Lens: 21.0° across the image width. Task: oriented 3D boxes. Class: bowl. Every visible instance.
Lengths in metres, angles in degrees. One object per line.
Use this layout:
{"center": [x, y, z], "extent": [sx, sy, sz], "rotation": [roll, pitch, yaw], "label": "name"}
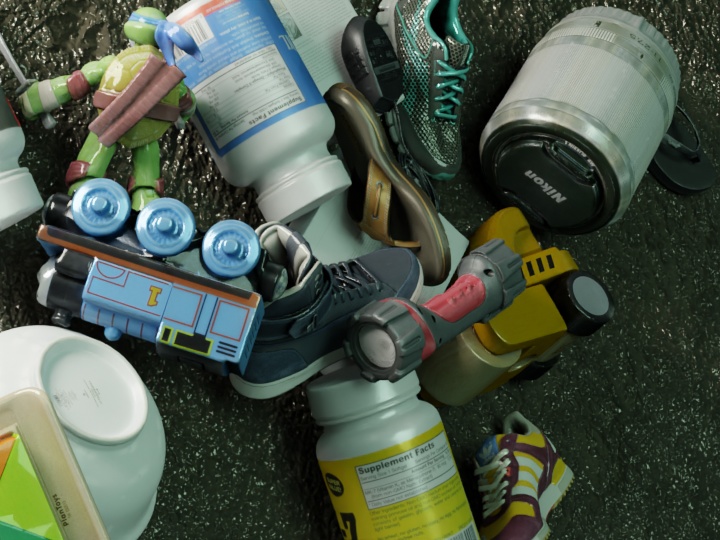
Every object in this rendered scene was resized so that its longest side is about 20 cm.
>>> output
{"center": [-0.222, 0.113, 1.463], "extent": [0.200, 0.090, 0.202], "rotation": [26, 38, -23], "label": "bowl"}

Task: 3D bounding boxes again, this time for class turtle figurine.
{"center": [-0.210, -0.119, 1.616], "extent": [0.144, 0.199, 0.195], "rotation": [12, 85, -61], "label": "turtle figurine"}

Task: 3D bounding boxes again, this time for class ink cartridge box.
{"center": [-0.053, -0.218, 1.804], "extent": [0.109, 0.050, 0.201], "rotation": [-35, 96, -42], "label": "ink cartridge box"}

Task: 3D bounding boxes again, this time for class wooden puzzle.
{"center": [-0.277, 0.203, 1.358], "extent": [0.199, 0.037, 0.186], "rotation": [-24, 97, -17], "label": "wooden puzzle"}

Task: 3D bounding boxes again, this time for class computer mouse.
{"center": [0.025, -0.138, 1.789], "extent": [0.059, 0.034, 0.201], "rotation": [-21, 93, -60], "label": "computer mouse"}

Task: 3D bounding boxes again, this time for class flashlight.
{"center": [0.067, 0.028, 1.640], "extent": [0.068, 0.068, 0.200], "rotation": [49, 44, 8], "label": "flashlight"}

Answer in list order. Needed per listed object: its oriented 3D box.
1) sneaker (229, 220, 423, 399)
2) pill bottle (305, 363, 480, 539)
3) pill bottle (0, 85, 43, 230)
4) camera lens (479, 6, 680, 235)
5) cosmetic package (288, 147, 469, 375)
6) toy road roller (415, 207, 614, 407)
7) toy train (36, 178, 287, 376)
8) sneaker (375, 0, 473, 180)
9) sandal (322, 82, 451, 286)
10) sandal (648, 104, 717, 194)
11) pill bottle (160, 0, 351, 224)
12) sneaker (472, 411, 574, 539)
{"center": [-0.024, 0.006, 1.611], "extent": [0.202, 0.147, 0.077], "rotation": [-34, 55, -28], "label": "sneaker"}
{"center": [0.028, 0.180, 1.659], "extent": [0.114, 0.114, 0.201], "rotation": [-22, 96, -43], "label": "pill bottle"}
{"center": [-0.328, -0.120, 1.487], "extent": [0.114, 0.114, 0.201], "rotation": [-28, 92, -43], "label": "pill bottle"}
{"center": [0.220, -0.147, 1.933], "extent": [0.160, 0.160, 0.200], "rotation": [46, 50, -17], "label": "camera lens"}
{"center": [0.000, 0.000, 1.763], "extent": [0.151, 0.052, 0.200], "rotation": [45, 51, -20], "label": "cosmetic package"}
{"center": [0.124, 0.029, 1.817], "extent": [0.199, 0.123, 0.146], "rotation": [-17, 70, -43], "label": "toy road roller"}
{"center": [-0.159, 0.005, 1.499], "extent": [0.199, 0.087, 0.115], "rotation": [18, 77, 2], "label": "toy train"}
{"center": [0.071, -0.188, 1.869], "extent": [0.077, 0.091, 0.201], "rotation": [-1, 74, -40], "label": "sneaker"}
{"center": [0.012, -0.071, 1.720], "extent": [0.054, 0.082, 0.201], "rotation": [-30, 93, -26], "label": "sandal"}
{"center": [0.323, -0.162, 2.106], "extent": [0.200, 0.043, 0.076], "rotation": [48, 49, -15], "label": "sandal"}
{"center": [-0.091, -0.143, 1.691], "extent": [0.112, 0.112, 0.201], "rotation": [-28, 88, -43], "label": "pill bottle"}
{"center": [0.130, 0.203, 1.767], "extent": [0.090, 0.075, 0.200], "rotation": [53, 25, -6], "label": "sneaker"}
